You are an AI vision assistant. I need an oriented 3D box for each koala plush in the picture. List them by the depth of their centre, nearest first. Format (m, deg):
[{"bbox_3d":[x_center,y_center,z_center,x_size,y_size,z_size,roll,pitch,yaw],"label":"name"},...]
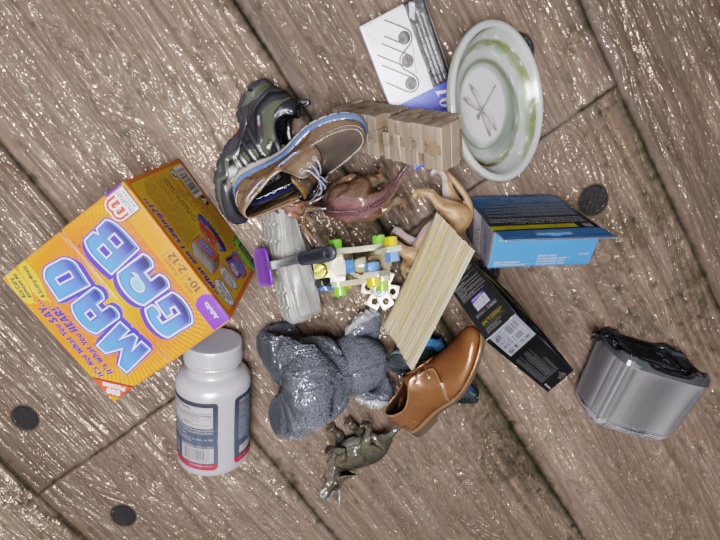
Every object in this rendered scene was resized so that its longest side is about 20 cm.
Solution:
[{"bbox_3d":[-0.037,0.155,0.805,0.195,0.183,0.183,-10,88,-26],"label":"koala plush"}]

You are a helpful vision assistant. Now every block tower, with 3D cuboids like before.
[{"bbox_3d":[0.047,-0.178,0.681,0.053,0.198,0.059,-29,128,-31],"label":"block tower"}]

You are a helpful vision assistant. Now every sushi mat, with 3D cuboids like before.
[{"bbox_3d":[0.089,0.030,0.729,0.012,0.096,0.204,4,122,-34],"label":"sushi mat"}]

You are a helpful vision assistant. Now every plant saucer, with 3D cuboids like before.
[{"bbox_3d":[0.172,-0.223,0.708,0.196,0.050,0.207,-5,98,-38],"label":"plant saucer"}]

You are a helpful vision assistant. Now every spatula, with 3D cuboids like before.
[{"bbox_3d":[-0.097,-0.013,0.723,0.197,0.020,0.058,-10,93,45],"label":"spatula"}]

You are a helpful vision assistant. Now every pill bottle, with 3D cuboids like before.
[{"bbox_3d":[-0.231,0.202,0.830,0.116,0.120,0.206,5,108,-3],"label":"pill bottle"}]

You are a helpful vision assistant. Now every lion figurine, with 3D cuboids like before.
[{"bbox_3d":[0.111,-0.051,0.768,0.121,0.072,0.202,36,121,6],"label":"lion figurine"}]

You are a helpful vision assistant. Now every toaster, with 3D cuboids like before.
[{"bbox_3d":[0.439,0.184,0.847,0.194,0.114,0.132,15,110,-8],"label":"toaster"}]

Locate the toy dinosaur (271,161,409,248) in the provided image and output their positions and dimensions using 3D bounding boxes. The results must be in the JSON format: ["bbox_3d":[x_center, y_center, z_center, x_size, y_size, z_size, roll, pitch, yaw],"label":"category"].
[{"bbox_3d":[-0.018,-0.090,0.712,0.196,0.135,0.088,-11,99,37],"label":"toy dinosaur"}]

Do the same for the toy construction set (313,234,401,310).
[{"bbox_3d":[0.000,0.000,0.750,0.127,0.200,0.095,-8,75,6],"label":"toy construction set"}]

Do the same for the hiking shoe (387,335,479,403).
[{"bbox_3d":[0.131,0.151,0.846,0.199,0.089,0.073,37,148,-32],"label":"hiking shoe"}]

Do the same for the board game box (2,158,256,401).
[{"bbox_3d":[-0.290,0.002,0.718,0.197,0.200,0.202,-33,106,9],"label":"board game box"}]

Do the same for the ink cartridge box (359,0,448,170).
[{"bbox_3d":[0.078,-0.254,0.726,0.092,0.044,0.204,-23,108,7],"label":"ink cartridge box"}]

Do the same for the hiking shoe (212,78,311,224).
[{"bbox_3d":[-0.135,-0.151,0.723,0.099,0.075,0.205,26,108,21],"label":"hiking shoe"}]

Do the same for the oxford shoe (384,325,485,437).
[{"bbox_3d":[0.104,0.153,0.745,0.070,0.072,0.202,27,111,-18],"label":"oxford shoe"}]

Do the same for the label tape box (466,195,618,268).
[{"bbox_3d":[0.233,-0.046,0.717,0.140,0.201,0.065,-2,113,-1],"label":"label tape box"}]

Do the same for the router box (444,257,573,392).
[{"bbox_3d":[0.200,0.066,0.740,0.052,0.159,0.199,-42,131,13],"label":"router box"}]

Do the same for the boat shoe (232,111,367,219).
[{"bbox_3d":[-0.072,-0.125,0.675,0.197,0.073,0.072,-30,138,11],"label":"boat shoe"}]

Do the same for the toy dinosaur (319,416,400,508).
[{"bbox_3d":[-0.002,0.305,0.906,0.198,0.077,0.103,-35,118,4],"label":"toy dinosaur"}]

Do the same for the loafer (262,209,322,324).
[{"bbox_3d":[-0.101,-0.023,0.794,0.068,0.069,0.206,-16,106,-32],"label":"loafer"}]
